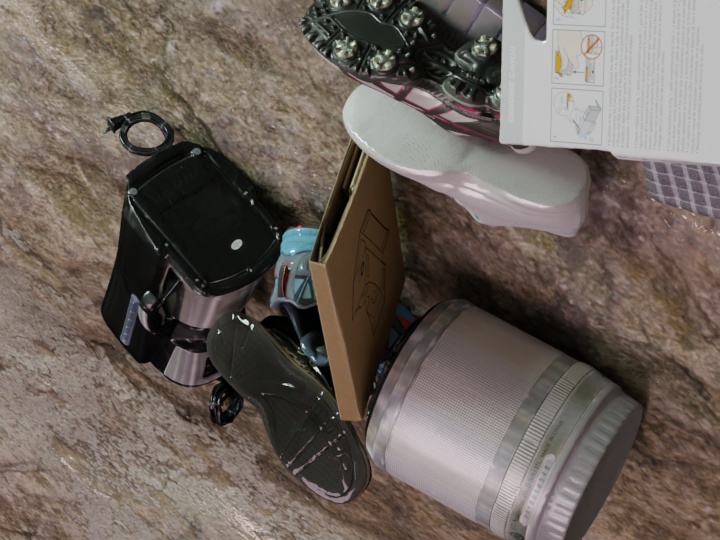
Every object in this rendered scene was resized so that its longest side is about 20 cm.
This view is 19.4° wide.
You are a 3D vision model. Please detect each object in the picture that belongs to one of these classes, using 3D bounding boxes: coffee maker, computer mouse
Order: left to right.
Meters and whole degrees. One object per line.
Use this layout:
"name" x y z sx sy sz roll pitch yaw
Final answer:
"coffee maker" -0.163 -0.017 1.911 0.200 0.134 0.193 115 140 -58
"computer mouse" -0.092 0.093 1.914 0.034 0.200 0.059 10 114 14

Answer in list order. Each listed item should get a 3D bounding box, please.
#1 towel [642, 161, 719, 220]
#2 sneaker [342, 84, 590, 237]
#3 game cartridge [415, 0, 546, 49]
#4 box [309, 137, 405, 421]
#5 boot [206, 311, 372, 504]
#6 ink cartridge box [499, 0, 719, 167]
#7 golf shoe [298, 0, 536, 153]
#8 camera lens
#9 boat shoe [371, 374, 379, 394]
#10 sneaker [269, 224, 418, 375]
"towel" 0.258 -0.103 1.382 0.165 0.086 0.201 17 143 33
"sneaker" 0.076 -0.073 1.571 0.199 0.075 0.089 26 159 17
"game cartridge" 0.082 -0.142 1.565 0.129 0.038 0.200 40 149 4
"box" 0.000 0.000 1.708 0.021 0.164 0.201 7 140 14
"boot" -0.036 0.119 1.849 0.200 0.073 0.150 46 -165 21
"ink cartridge box" 0.172 -0.170 1.314 0.173 0.043 0.201 8 101 37
"golf shoe" 0.044 -0.138 1.510 0.199 0.077 0.088 25 154 21
"camera lens" 0.115 0.129 1.757 0.199 0.160 0.160 28 147 17
"boat shoe" -0.057 0.120 2.013 0.199 0.068 0.074 -6 128 49
"sneaker" -0.019 0.052 1.837 0.079 0.096 0.200 -8 138 39
